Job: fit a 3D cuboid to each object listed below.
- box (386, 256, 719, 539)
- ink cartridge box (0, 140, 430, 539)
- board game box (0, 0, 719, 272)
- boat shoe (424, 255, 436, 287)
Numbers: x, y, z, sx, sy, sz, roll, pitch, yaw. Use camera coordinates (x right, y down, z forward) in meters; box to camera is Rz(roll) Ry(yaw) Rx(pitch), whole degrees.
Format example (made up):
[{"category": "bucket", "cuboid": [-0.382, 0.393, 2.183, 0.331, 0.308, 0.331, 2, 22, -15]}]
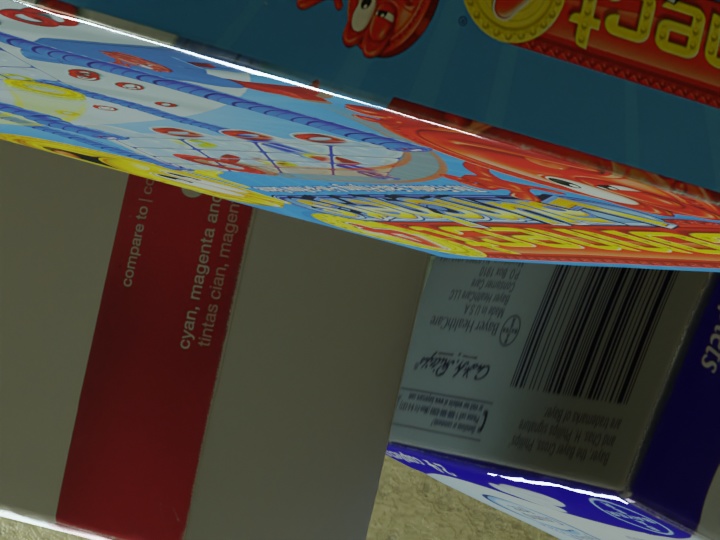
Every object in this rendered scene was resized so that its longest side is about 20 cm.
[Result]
[{"category": "box", "cuboid": [0.137, 0.063, 0.938, 0.199, 0.105, 0.184, 27, 170, -26]}, {"category": "ink cartridge box", "cuboid": [-0.099, 0.008, 0.848, 0.199, 0.146, 0.145, 11, 176, 23]}, {"category": "board game box", "cuboid": [-0.021, -0.049, 0.449, 0.195, 0.056, 0.200, 15, 175, -24]}, {"category": "boat shoe", "cuboid": [0.000, 0.000, 1.013, 0.199, 0.072, 0.062, 10, 180, -25]}]
